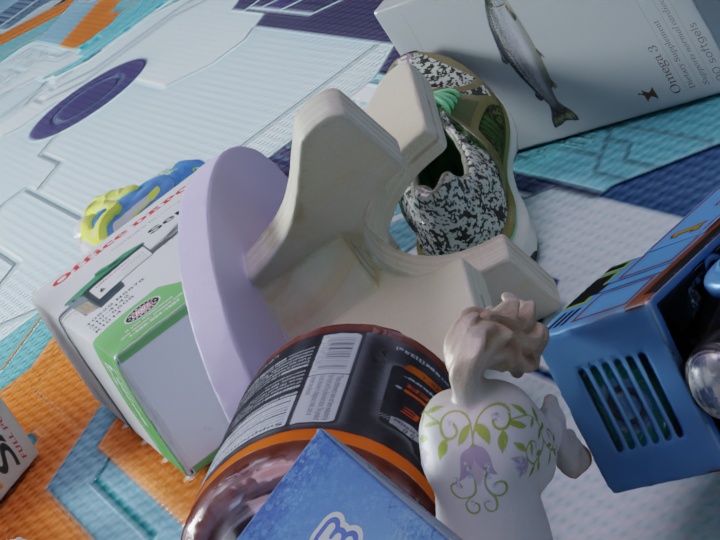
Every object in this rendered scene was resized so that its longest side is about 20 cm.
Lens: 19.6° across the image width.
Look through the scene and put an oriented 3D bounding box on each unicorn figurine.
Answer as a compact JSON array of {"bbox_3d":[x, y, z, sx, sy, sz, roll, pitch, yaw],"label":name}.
[{"bbox_3d":[0.054,0.108,0.698,0.073,0.201,0.137,-22,-8,9],"label":"unicorn figurine"}]

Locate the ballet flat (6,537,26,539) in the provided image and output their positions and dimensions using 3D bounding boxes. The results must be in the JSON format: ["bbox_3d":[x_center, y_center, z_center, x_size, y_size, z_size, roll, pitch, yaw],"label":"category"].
[{"bbox_3d":[-0.162,0.171,0.966,0.071,0.072,0.200,-33,20,0],"label":"ballet flat"}]

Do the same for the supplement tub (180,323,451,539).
[{"bbox_3d":[-0.011,0.099,0.800,0.106,0.107,0.200,-28,12,14],"label":"supplement tub"}]

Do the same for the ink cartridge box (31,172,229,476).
[{"bbox_3d":[-0.088,0.020,1.169,0.146,0.085,0.200,-37,21,-13],"label":"ink cartridge box"}]

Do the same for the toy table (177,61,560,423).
[{"bbox_3d":[0.000,0.000,0.974,0.117,0.183,0.201,-33,56,21],"label":"toy table"}]

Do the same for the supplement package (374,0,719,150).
[{"bbox_3d":[0.131,-0.158,1.200,0.199,0.117,0.118,-15,29,43],"label":"supplement package"}]

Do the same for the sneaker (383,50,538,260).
[{"bbox_3d":[0.043,-0.073,1.119,0.076,0.089,0.201,-25,39,6],"label":"sneaker"}]

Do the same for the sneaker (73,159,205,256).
[{"bbox_3d":[-0.129,-0.032,1.368,0.105,0.076,0.200,-33,19,-1],"label":"sneaker"}]

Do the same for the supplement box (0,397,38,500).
[{"bbox_3d":[-0.309,0.103,1.255,0.199,0.127,0.074,-18,23,35],"label":"supplement box"}]

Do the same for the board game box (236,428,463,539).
[{"bbox_3d":[-0.013,0.172,0.602,0.201,0.043,0.199,-53,36,-2],"label":"board game box"}]

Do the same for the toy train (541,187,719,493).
[{"bbox_3d":[0.158,0.005,0.795,0.114,0.087,0.200,-18,14,42],"label":"toy train"}]
